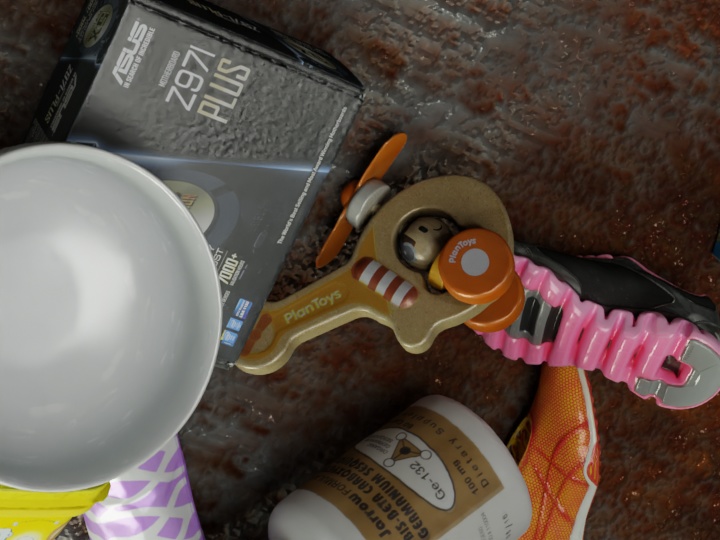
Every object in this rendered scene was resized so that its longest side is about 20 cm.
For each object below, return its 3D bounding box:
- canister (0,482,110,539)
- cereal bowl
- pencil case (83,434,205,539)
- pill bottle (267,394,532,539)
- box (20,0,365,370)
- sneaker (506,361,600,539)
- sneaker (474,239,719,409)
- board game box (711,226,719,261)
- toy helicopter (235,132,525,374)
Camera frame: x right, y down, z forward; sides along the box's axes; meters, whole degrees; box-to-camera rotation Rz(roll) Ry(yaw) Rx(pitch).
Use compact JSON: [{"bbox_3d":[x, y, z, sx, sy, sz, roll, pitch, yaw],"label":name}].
[{"bbox_3d":[-0.261,0.159,1.532,0.148,0.087,0.200,6,136,-41],"label":"canister"},{"bbox_3d":[-0.184,0.023,1.448,0.200,0.083,0.200,-4,99,-25],"label":"cereal bowl"},{"bbox_3d":[-0.141,0.134,1.613,0.085,0.084,0.200,-13,119,-3],"label":"pencil case"},{"bbox_3d":[0.004,0.179,1.634,0.200,0.114,0.114,-35,119,-24],"label":"pill bottle"},{"bbox_3d":[-0.117,-0.064,1.541,0.164,0.086,0.200,22,103,-24],"label":"box"},{"bbox_3d":[0.119,0.146,1.715,0.077,0.073,0.200,5,107,-10],"label":"sneaker"},{"bbox_3d":[0.153,0.019,1.677,0.200,0.095,0.079,23,129,-3],"label":"sneaker"},{"bbox_3d":[0.311,-0.075,1.646,0.064,0.148,0.200,5,109,-21],"label":"board game box"},{"bbox_3d":[0.000,0.000,1.601,0.200,0.132,0.079,-26,160,1],"label":"toy helicopter"}]
